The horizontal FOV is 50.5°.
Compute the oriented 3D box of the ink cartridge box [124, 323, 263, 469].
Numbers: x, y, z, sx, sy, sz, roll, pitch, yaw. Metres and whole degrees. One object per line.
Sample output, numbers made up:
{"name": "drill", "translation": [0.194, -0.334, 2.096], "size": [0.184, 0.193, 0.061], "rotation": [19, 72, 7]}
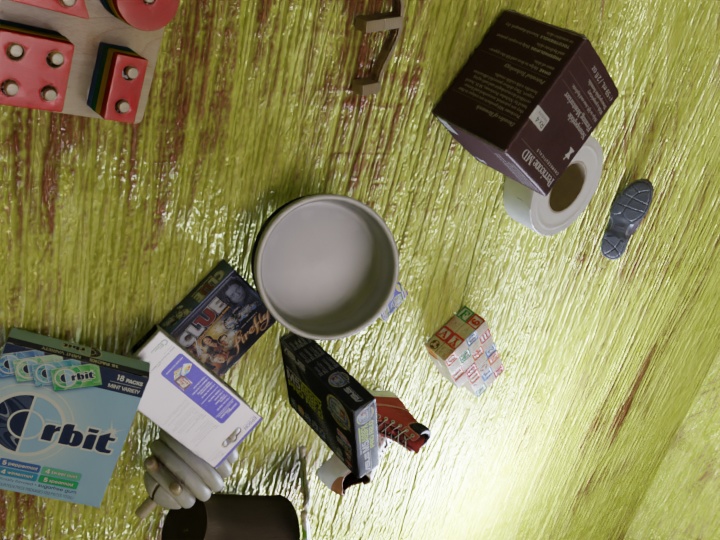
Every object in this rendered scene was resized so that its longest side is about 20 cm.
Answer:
{"name": "ink cartridge box", "translation": [-0.235, 0.172, 1.031], "size": [0.099, 0.039, 0.200], "rotation": [-46, 114, -8]}

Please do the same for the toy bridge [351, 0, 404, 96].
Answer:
{"name": "toy bridge", "translation": [0.026, -0.330, 1.017], "size": [0.067, 0.027, 0.200], "rotation": [-21, 131, -33]}

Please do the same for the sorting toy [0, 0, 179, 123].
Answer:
{"name": "sorting toy", "translation": [-0.280, -0.246, 0.756], "size": [0.200, 0.070, 0.199], "rotation": [0, 118, -43]}

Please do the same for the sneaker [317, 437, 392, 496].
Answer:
{"name": "sneaker", "translation": [0.019, 0.364, 1.476], "size": [0.200, 0.085, 0.073], "rotation": [-36, 136, -21]}

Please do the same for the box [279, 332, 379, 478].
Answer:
{"name": "box", "translation": [-0.050, 0.207, 1.204], "size": [0.044, 0.200, 0.160], "rotation": [-28, 135, -26]}

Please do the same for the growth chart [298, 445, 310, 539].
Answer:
{"name": "growth chart", "translation": [-0.098, 0.410, 1.339], "size": [0.018, 0.200, 0.145], "rotation": [-1, 116, -5]}

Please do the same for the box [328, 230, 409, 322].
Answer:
{"name": "box", "translation": [0.000, 0.000, 1.206], "size": [0.070, 0.064, 0.200], "rotation": [-48, 139, -5]}

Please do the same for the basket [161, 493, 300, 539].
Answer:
{"name": "basket", "translation": [-0.217, 0.445, 1.271], "size": [0.200, 0.136, 0.180], "rotation": [33, 49, -42]}

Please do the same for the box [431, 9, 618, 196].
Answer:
{"name": "box", "translation": [0.256, -0.258, 1.182], "size": [0.200, 0.164, 0.166], "rotation": [-55, 140, 4]}

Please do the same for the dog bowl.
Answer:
{"name": "dog bowl", "translation": [-0.051, -0.007, 1.067], "size": [0.200, 0.079, 0.200], "rotation": [-2, 97, -14]}

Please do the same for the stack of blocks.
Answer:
{"name": "stack of blocks", "translation": [0.214, 0.177, 1.543], "size": [0.115, 0.059, 0.200], "rotation": [-43, 139, -11]}

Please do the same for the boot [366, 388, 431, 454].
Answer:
{"name": "boot", "translation": [0.035, 0.280, 1.383], "size": [0.200, 0.144, 0.072], "rotation": [6, 115, -44]}

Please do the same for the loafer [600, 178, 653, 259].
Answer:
{"name": "loafer", "translation": [0.590, -0.119, 1.689], "size": [0.063, 0.072, 0.200], "rotation": [-34, 147, -50]}

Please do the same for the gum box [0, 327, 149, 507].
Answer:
{"name": "gum box", "translation": [-0.376, 0.186, 0.948], "size": [0.170, 0.045, 0.200], "rotation": [18, 107, -20]}

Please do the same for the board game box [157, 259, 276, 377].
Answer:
{"name": "board game box", "translation": [-0.223, 0.097, 1.087], "size": [0.200, 0.035, 0.136], "rotation": [-47, 139, -7]}

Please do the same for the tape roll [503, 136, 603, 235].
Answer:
{"name": "tape roll", "translation": [0.359, -0.168, 1.420], "size": [0.202, 0.071, 0.203], "rotation": [-25, 134, -29]}

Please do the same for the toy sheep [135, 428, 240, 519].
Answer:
{"name": "toy sheep", "translation": [-0.253, 0.281, 1.120], "size": [0.200, 0.138, 0.138], "rotation": [-41, 139, -20]}
